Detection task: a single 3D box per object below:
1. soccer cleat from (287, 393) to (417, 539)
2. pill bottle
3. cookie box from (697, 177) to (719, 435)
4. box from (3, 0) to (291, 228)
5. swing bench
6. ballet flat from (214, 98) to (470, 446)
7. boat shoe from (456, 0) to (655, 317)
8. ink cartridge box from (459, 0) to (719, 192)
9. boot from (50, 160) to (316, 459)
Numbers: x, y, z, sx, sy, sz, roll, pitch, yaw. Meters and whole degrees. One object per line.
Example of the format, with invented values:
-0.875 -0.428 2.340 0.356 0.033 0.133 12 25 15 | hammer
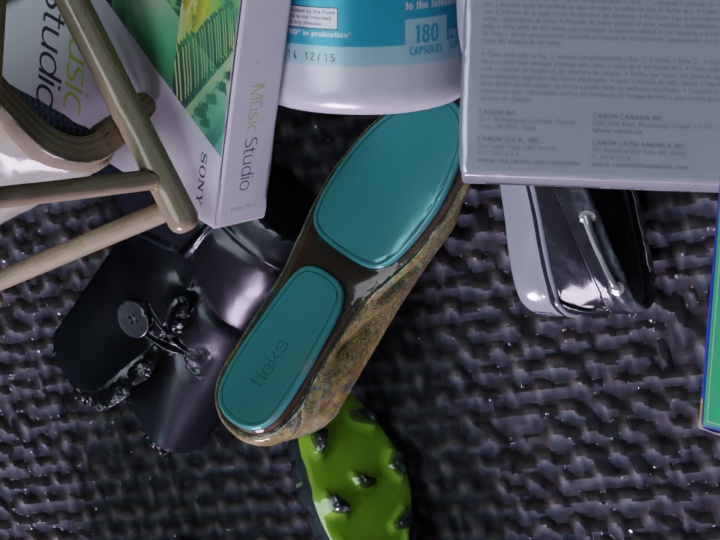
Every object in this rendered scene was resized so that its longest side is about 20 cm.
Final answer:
0.002 0.156 1.239 0.081 0.067 0.200 -22 91 51 | soccer cleat
0.000 -0.178 1.105 0.111 0.111 0.200 12 111 33 | pill bottle
0.212 -0.043 0.954 0.075 0.171 0.200 14 112 35 | cookie box
-0.111 -0.124 1.136 0.200 0.036 0.145 30 123 37 | box
-0.198 -0.088 1.127 0.199 0.130 0.200 -19 83 50 | swing bench
0.000 0.000 1.181 0.071 0.071 0.200 36 97 23 | ballet flat
0.095 -0.072 1.091 0.068 0.074 0.200 1 106 35 | boat shoe
0.125 -0.134 1.033 0.160 0.047 0.200 2 90 4 | ink cartridge box
-0.125 -0.017 1.267 0.200 0.076 0.168 42 121 11 | boot
